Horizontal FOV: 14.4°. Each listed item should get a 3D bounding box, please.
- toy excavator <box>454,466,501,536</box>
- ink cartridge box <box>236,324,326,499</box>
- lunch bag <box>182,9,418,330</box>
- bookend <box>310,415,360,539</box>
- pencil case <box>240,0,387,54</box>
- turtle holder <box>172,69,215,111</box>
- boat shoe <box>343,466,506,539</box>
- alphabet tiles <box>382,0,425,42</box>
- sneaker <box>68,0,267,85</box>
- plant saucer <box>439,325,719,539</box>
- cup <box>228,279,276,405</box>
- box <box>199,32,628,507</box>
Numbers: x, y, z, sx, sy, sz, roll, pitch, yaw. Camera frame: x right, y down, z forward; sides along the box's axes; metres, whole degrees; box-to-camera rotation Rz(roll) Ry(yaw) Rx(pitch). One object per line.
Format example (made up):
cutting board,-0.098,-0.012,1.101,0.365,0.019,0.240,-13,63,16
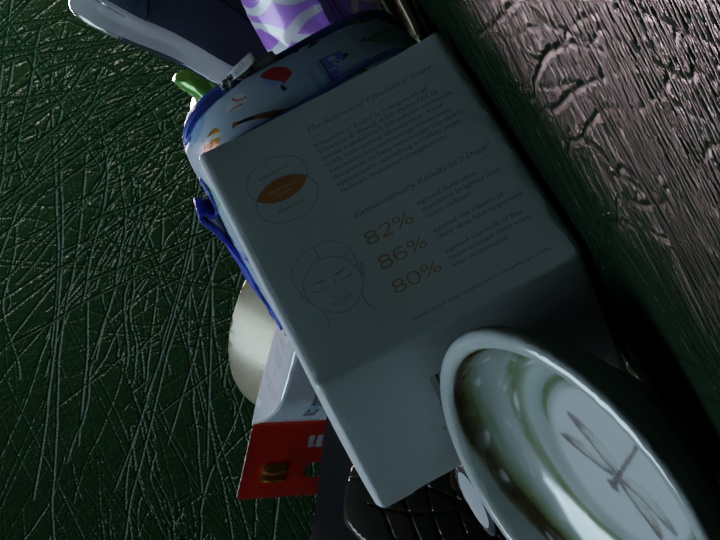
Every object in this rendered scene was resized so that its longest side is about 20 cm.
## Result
toy excavator,0.138,0.138,1.524,0.195,0.100,0.200,61,169,16
ink cartridge box,0.011,0.093,1.939,0.047,0.159,0.201,-115,31,-46
lunch bag,-0.012,-0.046,1.646,0.200,0.160,0.076,62,176,-36
bookend,0.079,0.134,1.922,0.200,0.198,0.092,97,152,-48
pencil case,-0.047,-0.206,1.668,0.085,0.084,0.201,12,134,58
turtle holder,-0.037,-0.100,1.929,0.186,0.140,0.132,-109,-6,-68
boat shoe,0.089,0.161,1.771,0.074,0.199,0.076,46,-124,-72
alphabet tiles,0.013,-0.170,1.727,0.201,0.006,0.166,63,178,-5
sneaker,-0.064,-0.187,1.750,0.202,0.147,0.077,23,-160,-2
plant saucer,0.122,0.101,1.384,0.200,0.050,0.200,42,154,25
cup,0.026,0.050,2.062,0.143,0.200,0.201,35,161,35
box,0.026,-0.003,1.512,0.200,0.152,0.107,62,178,46
